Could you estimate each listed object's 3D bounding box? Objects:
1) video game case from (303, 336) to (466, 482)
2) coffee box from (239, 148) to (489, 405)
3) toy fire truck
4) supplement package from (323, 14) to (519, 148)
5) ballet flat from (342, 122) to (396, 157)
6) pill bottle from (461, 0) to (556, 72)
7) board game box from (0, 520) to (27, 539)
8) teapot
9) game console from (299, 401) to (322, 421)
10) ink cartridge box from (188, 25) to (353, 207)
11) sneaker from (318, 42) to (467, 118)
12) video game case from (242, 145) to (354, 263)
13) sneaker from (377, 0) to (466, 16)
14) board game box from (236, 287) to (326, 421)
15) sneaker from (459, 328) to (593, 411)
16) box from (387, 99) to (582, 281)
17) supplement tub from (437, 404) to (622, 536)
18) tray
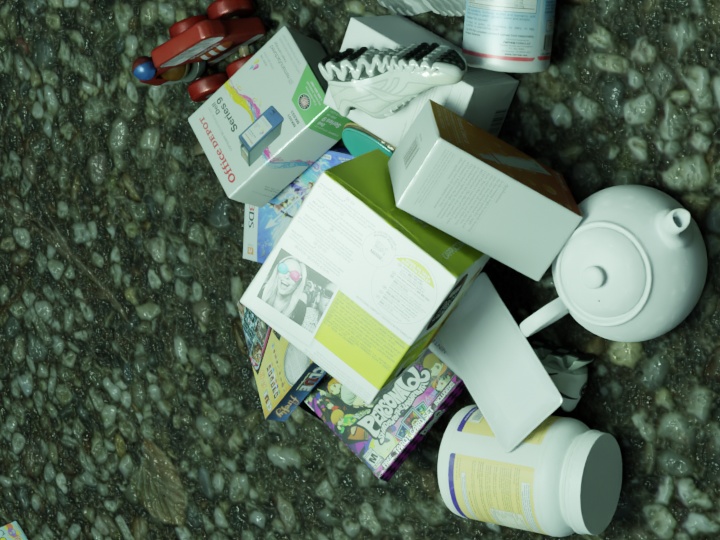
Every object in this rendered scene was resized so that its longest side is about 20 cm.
[{"bbox_3d":[0.035,0.146,1.764,0.200,0.036,0.181,-49,60,4],"label":"video game case"},{"bbox_3d":[0.017,0.000,1.580,0.199,0.199,0.199,38,112,8],"label":"coffee box"},{"bbox_3d":[-0.231,-0.306,1.842,0.198,0.167,0.114,-19,89,37],"label":"toy fire truck"},{"bbox_3d":[0.075,-0.226,1.664,0.199,0.119,0.122,34,119,25],"label":"supplement package"},{"bbox_3d":[0.064,-0.139,1.729,0.199,0.063,0.069,38,144,19],"label":"ballet flat"},{"bbox_3d":[0.181,-0.342,1.569,0.108,0.108,0.203,14,108,33],"label":"pill bottle"},{"bbox_3d":[-0.680,0.566,2.404,0.105,0.103,0.200,51,124,16],"label":"board game box"},{"bbox_3d":[0.295,0.000,1.536,0.196,0.145,0.203,17,110,33],"label":"teapot"},{"bbox_3d":[-0.008,0.138,1.870,0.199,0.116,0.177,28,145,29],"label":"game console"},{"bbox_3d":[-0.118,-0.205,1.792,0.199,0.087,0.146,-39,65,23],"label":"ink cartridge box"},{"bbox_3d":[0.043,-0.225,1.576,0.198,0.075,0.082,4,115,37],"label":"sneaker"},{"bbox_3d":[-0.076,-0.088,1.853,0.198,0.045,0.184,14,109,33],"label":"video game case"},{"bbox_3d":[0.077,-0.374,1.678,0.198,0.075,0.083,18,75,38],"label":"sneaker"},{"bbox_3d":[-0.107,0.085,1.816,0.136,0.034,0.202,-50,44,37],"label":"board game box"},{"bbox_3d":[0.194,0.123,1.681,0.198,0.074,0.090,21,110,32],"label":"sneaker"},{"bbox_3d":[0.143,-0.094,1.544,0.198,0.125,0.098,27,113,-17],"label":"box"},{"bbox_3d":[0.212,0.251,1.652,0.198,0.145,0.148,5,103,35],"label":"supplement tub"},{"bbox_3d":[0.170,0.111,1.621,0.108,0.022,0.201,-48,56,30],"label":"tray"}]
